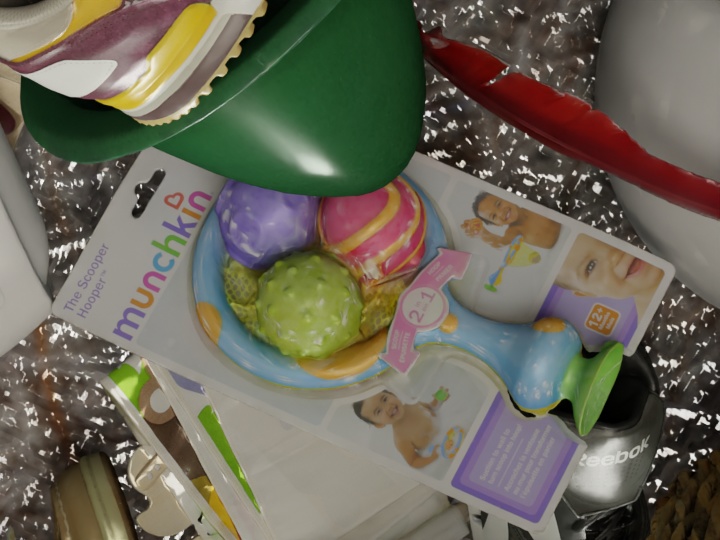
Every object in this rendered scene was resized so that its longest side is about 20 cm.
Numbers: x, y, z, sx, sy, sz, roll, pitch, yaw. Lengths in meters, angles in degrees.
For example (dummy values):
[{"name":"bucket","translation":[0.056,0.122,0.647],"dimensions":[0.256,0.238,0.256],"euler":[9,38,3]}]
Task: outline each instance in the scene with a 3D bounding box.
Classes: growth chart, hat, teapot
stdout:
[{"name":"growth chart","translation":[-0.028,0.048,1.152],"dimensions":[0.144,0.018,0.201],"euler":[-24,110,-14]},{"name":"hat","translation":[0.001,-0.047,1.067],"dimensions":[0.166,0.200,0.176],"euler":[-46,120,-5]},{"name":"teapot","translation":[0.180,-0.058,1.091],"dimensions":[0.199,0.146,0.198],"euler":[2,108,-6]}]

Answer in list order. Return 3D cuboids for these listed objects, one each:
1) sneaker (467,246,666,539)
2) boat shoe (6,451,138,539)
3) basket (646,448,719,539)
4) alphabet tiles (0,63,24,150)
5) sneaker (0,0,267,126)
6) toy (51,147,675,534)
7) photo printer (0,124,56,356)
[{"name":"sneaker","translation":[0.080,0.071,1.144],"dimensions":[0.066,0.090,0.201],"euler":[-23,109,-20]},{"name":"boat shoe","translation":[-0.109,0.168,1.170],"dimensions":[0.062,0.073,0.201],"euler":[-6,109,-7]},{"name":"basket","translation":[0.182,0.139,1.037],"dimensions":[0.143,0.200,0.149],"euler":[-34,100,28]},{"name":"alphabet tiles","translation":[-0.184,-0.126,1.101],"dimensions":[0.166,0.006,0.201],"euler":[20,105,-13]},{"name":"sneaker","translation":[-0.052,-0.144,0.935],"dimensions":[0.090,0.075,0.200],"euler":[22,101,-36]},{"name":"toy","translation":[0.000,0.000,1.075],"dimensions":[0.200,0.047,0.115],"euler":[25,70,11]},{"name":"photo printer","translation":[-0.211,-0.034,1.087],"dimensions":[0.166,0.069,0.200],"euler":[-23,110,0]}]
